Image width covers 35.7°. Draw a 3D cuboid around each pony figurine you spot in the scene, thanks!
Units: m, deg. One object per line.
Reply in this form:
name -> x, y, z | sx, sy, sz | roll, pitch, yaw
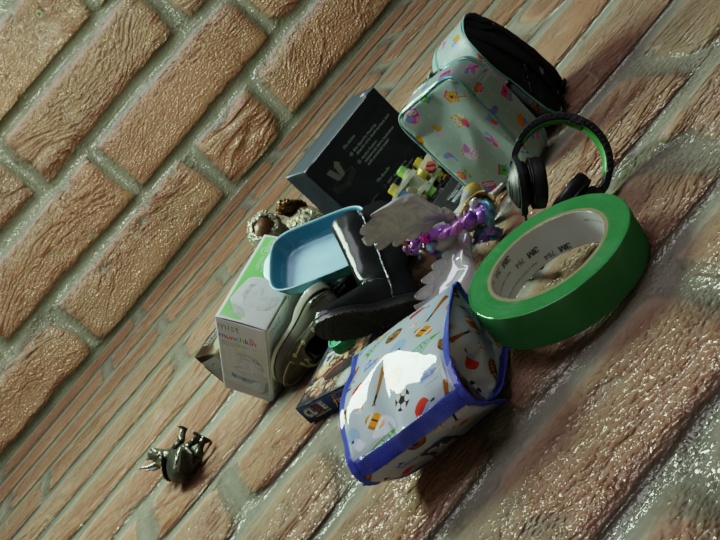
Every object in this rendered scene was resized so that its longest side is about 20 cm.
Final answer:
pony figurine -> 0.116, -0.052, 1.523 | 0.193, 0.167, 0.200 | -40, 1, 3

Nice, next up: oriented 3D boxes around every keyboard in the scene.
keyboard -> 0.154, -0.113, 1.757 | 0.104, 0.040, 0.200 | 22, 69, 49

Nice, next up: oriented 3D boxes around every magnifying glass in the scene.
magnifying glass -> 0.017, 0.039, 1.643 | 0.201, 0.022, 0.079 | -57, 17, -22

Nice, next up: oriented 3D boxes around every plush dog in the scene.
plush dog -> -0.104, -0.044, 2.054 | 0.172, 0.199, 0.161 | -53, -6, -34

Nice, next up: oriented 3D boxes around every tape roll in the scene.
tape roll -> 0.213, -0.001, 1.209 | 0.199, 0.048, 0.201 | -31, 23, 15

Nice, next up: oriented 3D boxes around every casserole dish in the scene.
casserole dish -> -0.059, -0.026, 1.739 | 0.199, 0.039, 0.122 | -20, 47, 21

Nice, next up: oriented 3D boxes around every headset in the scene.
headset -> 0.229, -0.089, 1.350 | 0.094, 0.122, 0.202 | 81, -151, -79

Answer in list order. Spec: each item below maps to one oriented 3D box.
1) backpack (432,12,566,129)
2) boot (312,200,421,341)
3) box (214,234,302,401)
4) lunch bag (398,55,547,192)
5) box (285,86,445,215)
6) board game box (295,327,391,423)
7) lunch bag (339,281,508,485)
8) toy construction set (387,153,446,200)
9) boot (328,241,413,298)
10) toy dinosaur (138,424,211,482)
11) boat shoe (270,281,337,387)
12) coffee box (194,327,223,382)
backpack -> 0.200, -0.290, 1.715 | 0.153, 0.200, 0.176 | -39, 19, 31
boot -> -0.009, -0.003, 1.599 | 0.066, 0.163, 0.201 | 92, 163, -51
box -> -0.149, 0.077, 1.835 | 0.177, 0.096, 0.201 | 88, -159, -46
lunch bag -> 0.160, -0.209, 1.632 | 0.160, 0.200, 0.077 | -31, 21, 51
box -> 0.013, -0.173, 1.945 | 0.197, 0.200, 0.117 | -52, 16, -14
board game box -> -0.008, 0.118, 1.619 | 0.135, 0.035, 0.201 | -32, 22, 46
lunch bag -> 0.069, 0.134, 1.218 | 0.170, 0.124, 0.200 | -40, 11, 22
toy construction set -> 0.123, -0.173, 1.847 | 0.200, 0.092, 0.131 | -43, -10, -7
boot -> 0.002, 0.002, 1.783 | 0.158, 0.079, 0.211 | -48, 7, -15
toy dinosaur -> -0.300, 0.322, 1.898 | 0.200, 0.077, 0.103 | 2, 64, 64
boat shoe -> -0.082, 0.112, 1.731 | 0.072, 0.060, 0.203 | -15, -40, -45
coffee box -> -0.216, 0.135, 2.058 | 0.115, 0.080, 0.200 | -55, 17, -24
